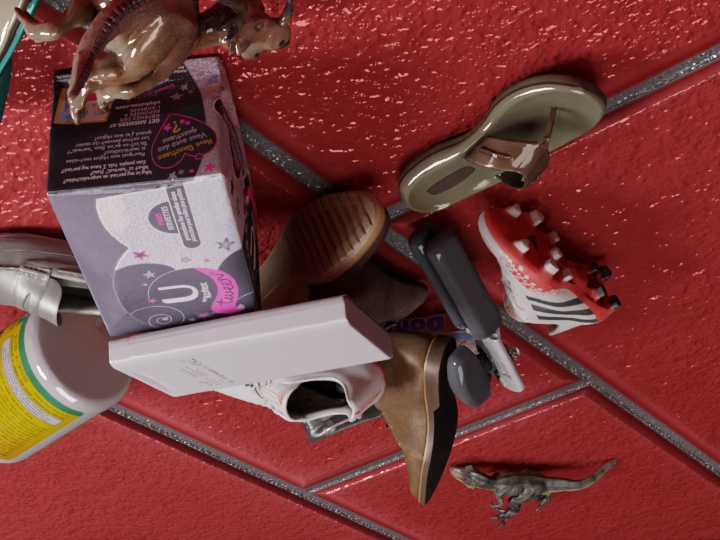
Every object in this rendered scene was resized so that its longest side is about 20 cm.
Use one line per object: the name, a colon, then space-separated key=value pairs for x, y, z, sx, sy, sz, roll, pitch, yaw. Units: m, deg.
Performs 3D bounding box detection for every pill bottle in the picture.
pill bottle: x=-0.312 y=0.111 z=1.314 sx=0.112 sy=0.114 sz=0.199 roll=25 pitch=137 yaw=-38

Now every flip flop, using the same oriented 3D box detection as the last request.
flip flop: x=0.111 y=-0.088 z=1.114 sx=0.199 sy=0.058 sz=0.081 roll=-30 pitch=140 yaw=33

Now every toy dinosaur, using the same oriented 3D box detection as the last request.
toy dinosaur: x=0.200 y=0.260 z=1.686 sx=0.198 sy=0.048 sz=0.088 roll=-1 pitch=141 yaw=-12
toy dinosaur: x=-0.127 y=-0.159 z=0.897 sx=0.135 sy=0.086 sz=0.200 roll=-19 pitch=-172 yaw=16

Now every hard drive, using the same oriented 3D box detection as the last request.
hard drive: x=-0.086 y=0.064 z=1.161 sx=0.198 sy=0.027 sz=0.132 roll=-11 pitch=161 yaw=14

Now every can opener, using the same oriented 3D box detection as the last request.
can opener: x=0.093 y=0.045 z=1.264 sx=0.066 sy=0.053 sz=0.201 roll=-40 pitch=127 yaw=-20

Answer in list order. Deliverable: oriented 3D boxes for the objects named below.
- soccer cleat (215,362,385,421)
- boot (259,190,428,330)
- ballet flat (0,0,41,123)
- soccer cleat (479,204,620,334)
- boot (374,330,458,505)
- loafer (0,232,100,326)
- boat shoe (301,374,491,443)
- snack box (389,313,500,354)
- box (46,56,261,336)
soccer cleat: x=-0.074 y=0.103 z=1.323 sx=0.198 sy=0.085 sz=0.069 roll=4 pitch=121 yaw=22
boot: x=0.000 y=0.000 z=1.250 sx=0.165 sy=0.073 sz=0.200 roll=8 pitch=146 yaw=-41
ballet flat: x=-0.262 y=-0.150 z=0.965 sx=0.069 sy=0.070 sz=0.200 roll=10 pitch=145 yaw=-22
soccer cleat: x=0.151 y=0.007 z=1.248 sx=0.085 sy=0.069 sz=0.199 roll=-29 pitch=145 yaw=27
boot: x=0.051 y=0.139 z=1.376 sx=0.075 sy=0.074 sz=0.201 roll=11 pitch=126 yaw=18
loafer: x=-0.264 y=0.011 z=1.203 sx=0.198 sy=0.070 sz=0.070 roll=-2 pitch=148 yaw=-5
boat shoe: x=0.036 y=0.134 z=1.432 sx=0.198 sy=0.058 sz=0.067 roll=-7 pitch=172 yaw=1
snack box: x=0.038 y=0.074 z=1.388 sx=0.198 sy=0.024 sz=0.072 roll=-7 pitch=148 yaw=4
box: x=-0.150 y=-0.050 z=1.083 sx=0.131 sy=0.116 sz=0.201 roll=-6 pitch=148 yaw=1
